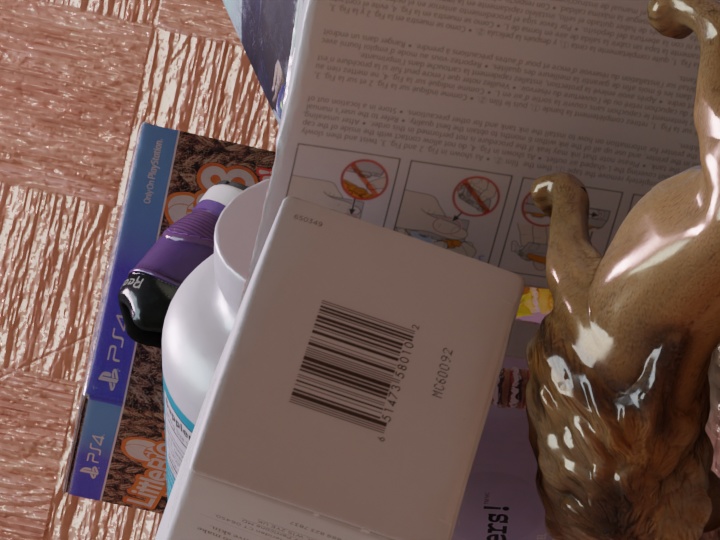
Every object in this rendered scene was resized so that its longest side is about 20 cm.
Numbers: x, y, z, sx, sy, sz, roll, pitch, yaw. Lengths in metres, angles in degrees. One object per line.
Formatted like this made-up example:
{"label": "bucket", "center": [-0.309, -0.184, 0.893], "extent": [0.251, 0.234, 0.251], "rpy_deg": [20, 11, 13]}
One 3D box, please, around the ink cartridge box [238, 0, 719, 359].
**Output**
{"label": "ink cartridge box", "center": [0.056, -0.065, 0.932], "extent": [0.050, 0.162, 0.200], "rpy_deg": [-92, 13, -53]}

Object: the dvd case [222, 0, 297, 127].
{"label": "dvd case", "center": [-0.026, -0.163, 1.160], "extent": [0.146, 0.022, 0.200], "rpy_deg": [-114, 26, -52]}

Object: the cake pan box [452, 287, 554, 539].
{"label": "cake pan box", "center": [0.062, 0.030, 1.108], "extent": [0.184, 0.052, 0.200], "rpy_deg": [-80, -5, -47]}

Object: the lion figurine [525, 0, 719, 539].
{"label": "lion figurine", "center": [0.099, -0.006, 0.840], "extent": [0.200, 0.072, 0.123], "rpy_deg": [113, 161, -45]}

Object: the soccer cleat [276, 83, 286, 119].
{"label": "soccer cleat", "center": [0.000, -0.001, 1.167], "extent": [0.065, 0.084, 0.200], "rpy_deg": [-82, -6, -48]}

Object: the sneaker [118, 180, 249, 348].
{"label": "sneaker", "center": [-0.021, 0.061, 1.274], "extent": [0.088, 0.200, 0.076], "rpy_deg": [-46, -4, -23]}

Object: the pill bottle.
{"label": "pill bottle", "center": [-0.020, 0.061, 1.110], "extent": [0.111, 0.111, 0.200], "rpy_deg": [-84, -3, -48]}

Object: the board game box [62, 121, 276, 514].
{"label": "board game box", "center": [-0.028, 0.038, 1.399], "extent": [0.097, 0.200, 0.160], "rpy_deg": [109, 171, -56]}

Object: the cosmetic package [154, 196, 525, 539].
{"label": "cosmetic package", "center": [-0.020, 0.077, 0.947], "extent": [0.200, 0.085, 0.108], "rpy_deg": [110, 178, -59]}
